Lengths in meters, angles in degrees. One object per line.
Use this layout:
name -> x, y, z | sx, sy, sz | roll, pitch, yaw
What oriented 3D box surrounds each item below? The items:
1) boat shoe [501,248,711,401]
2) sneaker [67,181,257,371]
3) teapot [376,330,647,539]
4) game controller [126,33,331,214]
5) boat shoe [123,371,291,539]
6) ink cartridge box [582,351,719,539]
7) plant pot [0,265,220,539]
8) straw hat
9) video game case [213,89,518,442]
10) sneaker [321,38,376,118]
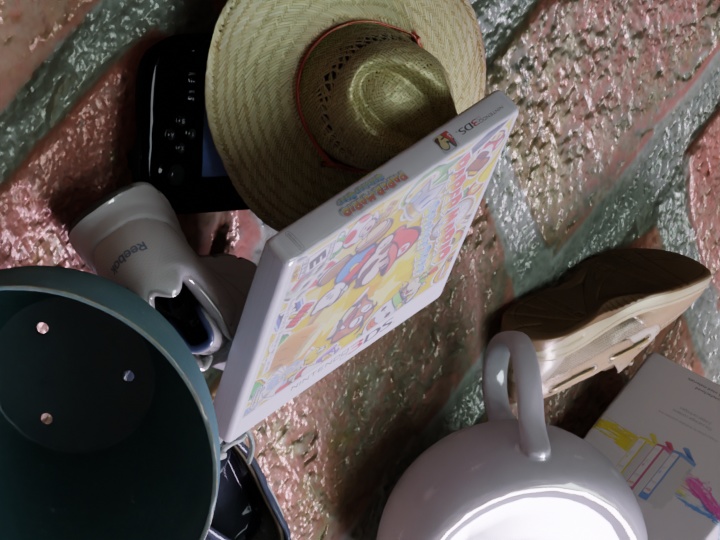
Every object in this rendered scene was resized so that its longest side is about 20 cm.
boat shoe -> 0.173, 0.038, 1.989 | 0.200, 0.071, 0.065 | -20, 127, -37
sneaker -> -0.096, 0.027, 1.604 | 0.075, 0.087, 0.200 | -38, 145, 11
teapot -> 0.093, 0.171, 1.880 | 0.200, 0.146, 0.197 | -39, 122, 9
game controller -> -0.063, -0.089, 1.652 | 0.200, 0.042, 0.104 | -6, 109, -51
boat shoe -> -0.101, 0.114, 1.671 | 0.075, 0.062, 0.200 | -50, 138, -24
ink cartridge box -> 0.212, 0.188, 2.026 | 0.200, 0.125, 0.129 | -49, 152, -28
plant pot -> -0.167, 0.080, 1.494 | 0.135, 0.200, 0.200 | -74, 168, -70
straw hat -> 0.012, -0.097, 1.605 | 0.201, 0.085, 0.201 | -10, 110, -30
video game case -> 0.000, 0.000, 1.593 | 0.182, 0.023, 0.200 | -34, 160, -30
sneaker -> 0.019, -0.178, 1.670 | 0.070, 0.076, 0.200 | 47, 57, -39
